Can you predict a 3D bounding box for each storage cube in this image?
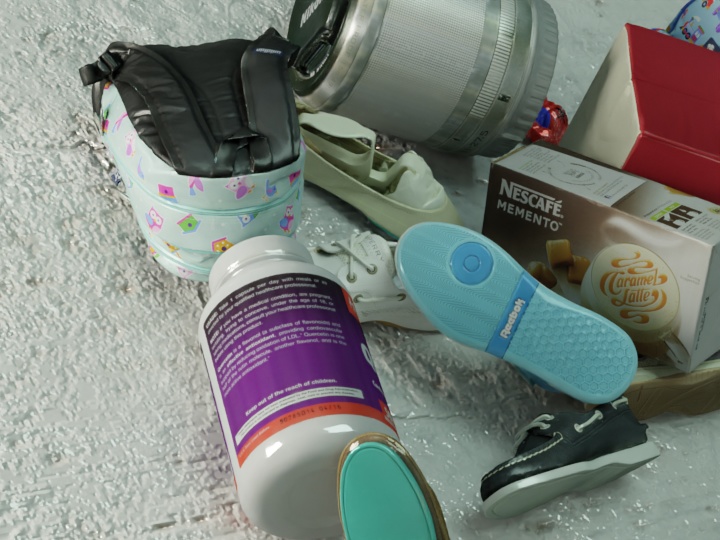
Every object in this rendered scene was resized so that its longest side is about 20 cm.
[{"bbox_3d":[0.277,-0.077,1.638,0.178,0.201,0.172,16,39,-11],"label":"storage cube"}]

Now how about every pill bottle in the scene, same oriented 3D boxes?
[{"bbox_3d":[-0.045,0.073,1.286,0.112,0.113,0.201,9,42,-29],"label":"pill bottle"}]

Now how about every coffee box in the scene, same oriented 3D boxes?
[{"bbox_3d":[0.198,-0.015,1.512,0.199,0.115,0.080,24,31,29],"label":"coffee box"}]

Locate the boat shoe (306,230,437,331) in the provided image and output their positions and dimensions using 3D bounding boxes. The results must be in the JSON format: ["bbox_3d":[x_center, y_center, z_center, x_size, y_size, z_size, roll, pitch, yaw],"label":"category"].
[{"bbox_3d":[0.000,0.000,1.442,0.199,0.069,0.071,1,47,-36],"label":"boat shoe"}]

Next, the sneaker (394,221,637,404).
[{"bbox_3d":[0.110,0.036,1.447,0.199,0.080,0.131,35,-3,2],"label":"sneaker"}]

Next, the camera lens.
[{"bbox_3d":[0.048,-0.193,1.625,0.199,0.160,0.161,16,39,-21],"label":"camera lens"}]

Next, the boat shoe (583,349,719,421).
[{"bbox_3d":[0.252,0.078,1.542,0.199,0.072,0.065,-6,55,-34],"label":"boat shoe"}]

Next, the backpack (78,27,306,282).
[{"bbox_3d":[-0.107,-0.086,1.400,0.166,0.127,0.200,-12,36,-13],"label":"backpack"}]

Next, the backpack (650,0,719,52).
[{"bbox_3d":[0.338,-0.172,1.787,0.134,0.200,0.183,1,47,-36],"label":"backpack"}]

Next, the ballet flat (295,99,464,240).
[{"bbox_3d":[0.011,-0.078,1.546,0.199,0.070,0.070,27,36,-8],"label":"ballet flat"}]

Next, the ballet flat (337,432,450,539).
[{"bbox_3d":[0.041,0.192,1.210,0.201,0.067,0.072,67,20,-2],"label":"ballet flat"}]

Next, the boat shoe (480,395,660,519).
[{"bbox_3d":[0.143,0.133,1.389,0.199,0.075,0.061,-4,64,-55],"label":"boat shoe"}]

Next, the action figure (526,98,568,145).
[{"bbox_3d":[0.136,-0.170,1.765,0.200,0.052,0.065,40,31,6],"label":"action figure"}]
